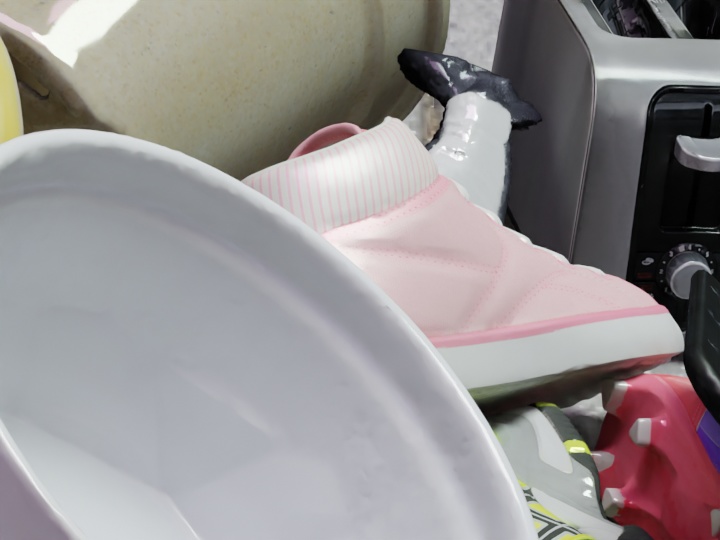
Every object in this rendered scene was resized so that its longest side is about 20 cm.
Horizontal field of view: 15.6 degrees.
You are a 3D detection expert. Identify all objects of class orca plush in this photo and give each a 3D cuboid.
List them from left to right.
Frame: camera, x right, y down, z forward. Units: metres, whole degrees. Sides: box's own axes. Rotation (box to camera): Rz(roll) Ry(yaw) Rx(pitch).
[{"bbox_3d":[0.000,0.000,0.961,0.105,0.071,0.200,35,47,-30],"label":"orca plush"}]

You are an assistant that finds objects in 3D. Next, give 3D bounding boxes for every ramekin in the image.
[{"bbox_3d":[-0.057,0.069,0.708,0.200,0.105,0.200,33,30,-21],"label":"ramekin"}]

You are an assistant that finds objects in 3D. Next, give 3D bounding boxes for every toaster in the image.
[{"bbox_3d":[0.152,-0.059,1.066,0.180,0.119,0.200,2,27,-11],"label":"toaster"}]

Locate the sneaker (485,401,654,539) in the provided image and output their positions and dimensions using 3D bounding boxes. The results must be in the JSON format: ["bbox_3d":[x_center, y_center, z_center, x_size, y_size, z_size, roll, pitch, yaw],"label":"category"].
[{"bbox_3d":[0.048,0.105,0.786,0.076,0.076,0.200,-8,19,-11],"label":"sneaker"}]

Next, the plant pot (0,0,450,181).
[{"bbox_3d":[-0.096,-0.085,1.010,0.200,0.201,0.184,19,41,23],"label":"plant pot"}]

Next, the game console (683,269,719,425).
[{"bbox_3d":[0.186,0.059,0.755,0.176,0.117,0.200,-5,7,9],"label":"game console"}]

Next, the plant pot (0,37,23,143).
[{"bbox_3d":[-0.209,-0.029,0.769,0.189,0.201,0.201,9,23,-30],"label":"plant pot"}]

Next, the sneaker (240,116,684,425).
[{"bbox_3d":[0.031,-0.002,0.880,0.200,0.075,0.105,-2,69,-50],"label":"sneaker"}]

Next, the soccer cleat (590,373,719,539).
[{"bbox_3d":[0.132,0.095,0.825,0.076,0.067,0.200,8,25,-22],"label":"soccer cleat"}]
